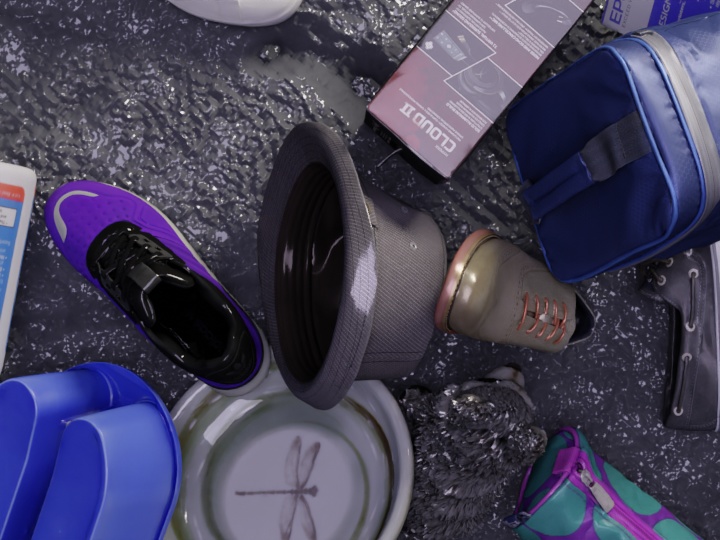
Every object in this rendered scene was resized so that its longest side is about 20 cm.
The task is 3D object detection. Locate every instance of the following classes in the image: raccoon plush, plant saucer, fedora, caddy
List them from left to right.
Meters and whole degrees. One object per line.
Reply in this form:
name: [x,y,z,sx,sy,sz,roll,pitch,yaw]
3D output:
caddy: [-0.202,0.162,1.344,0.141,0.105,0.202,25,101,28]
plant saucer: [-0.053,0.152,1.359,0.198,0.050,0.202,-8,63,15]
fedora: [0.000,0.000,1.325,0.089,0.201,0.178,5,126,-21]
raccoon plush: [0.071,0.160,1.336,0.096,0.134,0.202,8,90,-10]

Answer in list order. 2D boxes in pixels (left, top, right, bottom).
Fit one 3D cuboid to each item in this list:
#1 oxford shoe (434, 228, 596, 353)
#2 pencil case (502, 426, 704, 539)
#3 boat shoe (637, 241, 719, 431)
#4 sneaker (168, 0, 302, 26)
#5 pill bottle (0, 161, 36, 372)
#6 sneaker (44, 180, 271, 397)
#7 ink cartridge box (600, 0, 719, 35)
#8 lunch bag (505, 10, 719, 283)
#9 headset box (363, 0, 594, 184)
oxford shoe: [0.107,0.018,1.301,0.073,0.200,0.071,23,99,22]
pencil case: [0.198,0.202,1.367,0.199,0.092,0.085,38,66,-3]
boat shoe: [0.229,0.016,1.379,0.065,0.070,0.202,-6,99,-2]
sneaker: [-0.132,-0.228,1.355,0.198,0.085,0.073,25,89,-3]
pill bottle: [-0.294,0.019,1.344,0.111,0.112,0.202,11,90,-1]
sneaker: [-0.144,0.003,1.343,0.200,0.100,0.070,41,90,10]
ink cartridge box: [0.259,-0.217,1.274,0.043,0.200,0.200,-9,123,-39]
lunch bag: [0.177,-0.075,1.265,0.131,0.200,0.137,-14,81,-25]
headset box: [0.079,-0.143,1.328,0.077,0.149,0.200,40,91,-1]
